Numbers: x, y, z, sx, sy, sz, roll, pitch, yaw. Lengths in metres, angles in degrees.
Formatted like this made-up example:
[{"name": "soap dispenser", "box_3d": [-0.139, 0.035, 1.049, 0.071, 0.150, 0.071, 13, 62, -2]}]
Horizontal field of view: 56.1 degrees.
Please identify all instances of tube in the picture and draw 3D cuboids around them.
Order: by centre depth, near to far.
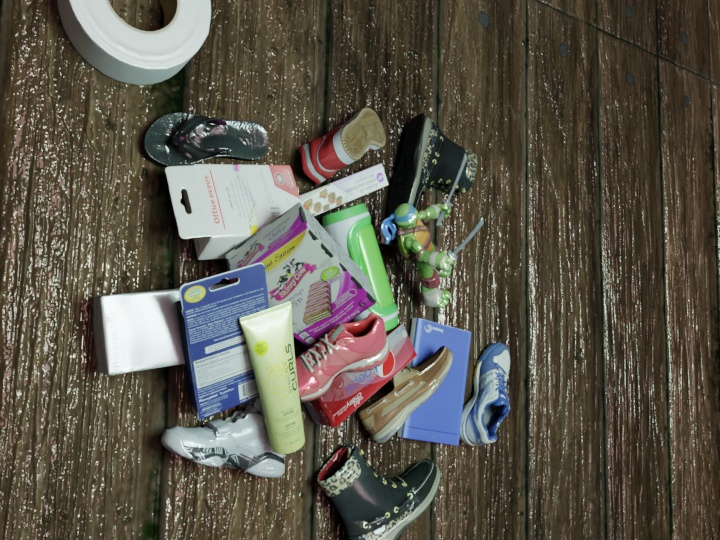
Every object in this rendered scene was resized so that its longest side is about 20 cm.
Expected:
[{"name": "tube", "box_3d": [-0.114, 0.148, 0.917, 0.058, 0.050, 0.206, -47, 133, -65]}]

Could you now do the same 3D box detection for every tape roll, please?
[{"name": "tape roll", "box_3d": [-0.309, -0.368, 0.931, 0.198, 0.070, 0.210, 3, 84, -33]}]

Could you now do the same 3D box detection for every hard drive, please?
[{"name": "hard drive", "box_3d": [0.134, 0.199, 1.204, 0.129, 0.025, 0.206, 16, 77, -32]}]

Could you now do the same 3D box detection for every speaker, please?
[{"name": "speaker", "box_3d": [0.000, 0.000, 1.098, 0.087, 0.088, 0.206, -20, 97, -33]}]

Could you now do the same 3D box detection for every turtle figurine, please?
[{"name": "turtle figurine", "box_3d": [0.139, -0.042, 1.122, 0.197, 0.145, 0.196, -29, 138, -8]}]

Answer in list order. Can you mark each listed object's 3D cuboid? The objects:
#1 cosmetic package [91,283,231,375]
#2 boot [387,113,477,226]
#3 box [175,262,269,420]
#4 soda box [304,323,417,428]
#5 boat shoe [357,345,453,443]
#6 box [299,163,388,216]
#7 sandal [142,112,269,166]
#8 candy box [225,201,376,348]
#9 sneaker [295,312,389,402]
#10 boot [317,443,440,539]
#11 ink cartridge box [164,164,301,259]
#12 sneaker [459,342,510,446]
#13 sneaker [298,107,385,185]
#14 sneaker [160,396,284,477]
[{"name": "cosmetic package", "box_3d": [-0.256, 0.076, 0.920, 0.195, 0.073, 0.105, -7, 91, -34]}, {"name": "boot", "box_3d": [0.134, -0.156, 1.212, 0.151, 0.073, 0.210, 23, 75, -33]}, {"name": "box", "box_3d": [-0.176, 0.089, 0.896, 0.118, 0.032, 0.205, -17, 122, -28]}, {"name": "soda box", "box_3d": [-0.002, 0.165, 1.089, 0.198, 0.069, 0.065, -36, 106, -31]}, {"name": "boat shoe", "box_3d": [0.075, 0.193, 1.122, 0.072, 0.076, 0.200, 46, 73, 1]}, {"name": "box", "box_3d": [-0.040, -0.125, 1.109, 0.197, 0.041, 0.040, -26, 100, -32]}, {"name": "sandal", "box_3d": [-0.219, -0.196, 0.988, 0.196, 0.047, 0.078, -11, 91, -35]}, {"name": "candy box", "box_3d": [-0.081, 0.014, 0.974, 0.135, 0.062, 0.200, -33, 135, 11]}, {"name": "sneaker", "box_3d": [-0.045, 0.119, 1.007, 0.196, 0.074, 0.089, -24, 135, -23]}, {"name": "boot", "box_3d": [0.033, 0.337, 1.087, 0.202, 0.073, 0.156, -38, 104, -32]}, {"name": "ink cartridge box", "box_3d": [-0.183, -0.085, 0.972, 0.195, 0.067, 0.119, -4, 65, -34]}, {"name": "sneaker", "box_3d": [0.248, 0.229, 1.243, 0.074, 0.087, 0.204, 33, 67, -24]}, {"name": "sneaker", "box_3d": [-0.032, -0.205, 1.116, 0.073, 0.110, 0.200, 62, 28, -10]}, {"name": "sneaker", "box_3d": [-0.183, 0.220, 0.960, 0.197, 0.074, 0.118, 24, 72, -35]}]
